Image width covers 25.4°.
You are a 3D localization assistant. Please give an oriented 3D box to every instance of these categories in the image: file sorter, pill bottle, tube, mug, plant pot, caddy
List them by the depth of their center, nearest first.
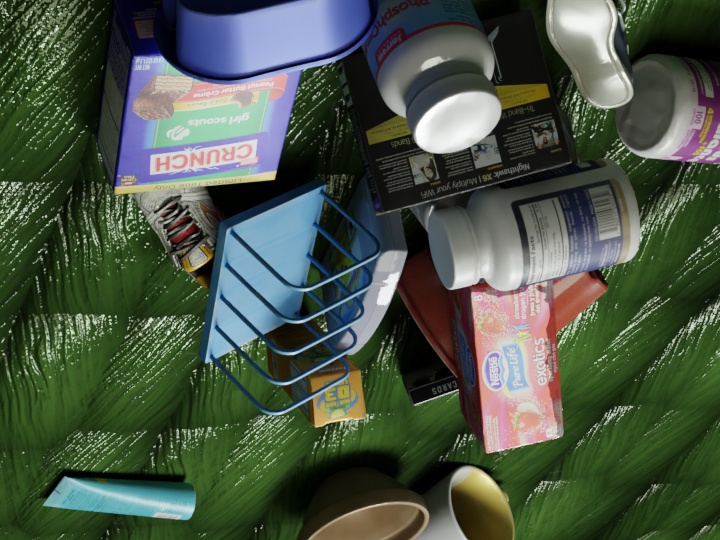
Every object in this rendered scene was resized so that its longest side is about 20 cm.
[{"bbox_3d":[-0.083,-0.234,1.378,0.199,0.142,0.105,-14,143,-9],"label":"caddy"},{"bbox_3d":[0.056,-0.208,1.436,0.108,0.201,0.109,-14,148,-9],"label":"pill bottle"},{"bbox_3d":[0.175,-0.042,1.638,0.199,0.112,0.111,-13,148,-12],"label":"pill bottle"},{"bbox_3d":[-0.072,0.032,1.706,0.138,0.123,0.201,-27,145,-36],"label":"file sorter"},{"bbox_3d":[0.387,-0.173,1.760,0.199,0.113,0.112,2,143,-31],"label":"pill bottle"},{"bbox_3d":[0.171,0.017,1.870,0.195,0.201,0.201,-36,146,11],"label":"plant pot"},{"bbox_3d":[-0.322,0.307,2.165,0.199,0.051,0.078,9,134,-32],"label":"tube"},{"bbox_3d":[-0.005,0.354,2.365,0.200,0.093,0.201,-14,149,-9],"label":"plant pot"},{"bbox_3d":[0.147,0.405,2.488,0.186,0.150,0.153,23,137,-39],"label":"mug"}]

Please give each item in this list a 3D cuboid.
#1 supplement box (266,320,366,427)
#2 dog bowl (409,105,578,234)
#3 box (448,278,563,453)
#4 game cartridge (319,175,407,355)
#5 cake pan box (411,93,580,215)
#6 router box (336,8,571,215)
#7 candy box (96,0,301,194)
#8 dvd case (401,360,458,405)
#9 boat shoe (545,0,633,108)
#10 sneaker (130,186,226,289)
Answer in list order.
[{"bbox_3d":[-0.055,0.118,1.881,0.066,0.200,0.069,-8,109,-17],"label":"supplement box"},{"bbox_3d":[0.142,-0.097,1.698,0.199,0.059,0.201,-16,148,-10],"label":"dog bowl"},{"bbox_3d":[0.157,0.083,1.744,0.095,0.100,0.201,-11,114,-10],"label":"box"},{"bbox_3d":[0.000,0.000,1.787,0.040,0.134,0.200,1,143,-21],"label":"game cartridge"},{"bbox_3d":[0.132,-0.128,1.746,0.199,0.053,0.184,-27,150,11],"label":"cake pan box"},{"bbox_3d":[0.092,-0.155,1.578,0.199,0.158,0.052,-15,-179,-7],"label":"router box"},{"bbox_3d":[-0.152,-0.165,1.503,0.168,0.077,0.200,-8,148,-20],"label":"candy box"},{"bbox_3d":[0.129,0.130,2.063,0.149,0.025,0.200,-19,-178,0],"label":"dvd case"},{"bbox_3d":[0.233,-0.245,1.607,0.074,0.062,0.200,-14,143,21],"label":"boat shoe"},{"bbox_3d":[-0.177,-0.050,1.661,0.077,0.083,0.200,-24,148,7],"label":"sneaker"}]
